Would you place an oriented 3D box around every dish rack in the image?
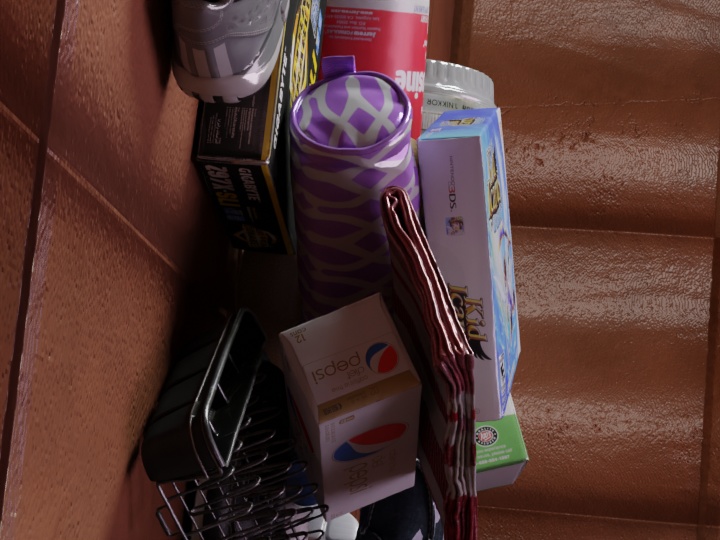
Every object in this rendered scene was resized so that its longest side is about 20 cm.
[{"bbox_3d":[-0.059,0.140,1.041,0.154,0.054,0.201,-74,143,-65],"label":"dish rack"}]

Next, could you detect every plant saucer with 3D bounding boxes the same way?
[{"bbox_3d":[0.000,0.000,1.285,0.199,0.035,0.202,-22,125,-35],"label":"plant saucer"}]

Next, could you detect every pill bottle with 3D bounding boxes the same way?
[{"bbox_3d":[-0.010,-0.116,1.338,0.112,0.111,0.202,-43,137,-81],"label":"pill bottle"}]

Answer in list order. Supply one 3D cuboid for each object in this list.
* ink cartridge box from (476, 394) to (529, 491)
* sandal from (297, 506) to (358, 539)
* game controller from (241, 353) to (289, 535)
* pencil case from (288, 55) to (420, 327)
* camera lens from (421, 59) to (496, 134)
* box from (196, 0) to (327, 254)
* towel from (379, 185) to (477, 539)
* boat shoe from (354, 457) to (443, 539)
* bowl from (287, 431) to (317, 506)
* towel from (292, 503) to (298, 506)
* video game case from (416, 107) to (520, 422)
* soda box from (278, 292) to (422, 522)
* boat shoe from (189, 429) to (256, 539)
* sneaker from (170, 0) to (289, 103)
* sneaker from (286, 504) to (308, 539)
[{"bbox_3d":[0.056,0.105,1.674,0.084,0.145,0.202,101,-23,-68],"label":"ink cartridge box"},{"bbox_3d":[-0.053,0.277,1.397,0.059,0.078,0.208,93,10,-53],"label":"sandal"},{"bbox_3d":[-0.076,0.153,1.226,0.104,0.042,0.202,-148,-120,-70],"label":"game controller"},{"bbox_3d":[-0.002,-0.030,1.155,0.086,0.083,0.201,-91,-179,-46],"label":"pencil case"},{"bbox_3d":[0.038,-0.071,1.592,0.160,0.158,0.202,56,39,-80],"label":"camera lens"},{"bbox_3d":[-0.059,-0.130,1.163,0.160,0.049,0.202,82,13,-70],"label":"box"},{"bbox_3d":[0.040,0.068,1.101,0.201,0.023,0.145,85,-11,-45],"label":"towel"},{"bbox_3d":[0.026,0.226,1.354,0.091,0.070,0.202,-67,164,-73],"label":"boat shoe"},{"bbox_3d":[0.004,0.095,1.407,0.200,0.039,0.201,-42,-167,12],"label":"bowl"},{"bbox_3d":[-0.040,0.207,1.600,0.200,0.048,0.173,81,12,-66],"label":"towel"},{"bbox_3d":[0.076,-0.010,1.228,0.200,0.045,0.183,-53,137,-77],"label":"video game case"},{"bbox_3d":[-0.006,0.089,1.123,0.200,0.068,0.064,89,-22,-66],"label":"soda box"},{"bbox_3d":[-0.076,0.196,1.149,0.072,0.067,0.202,-8,100,-84],"label":"boat shoe"},{"bbox_3d":[-0.062,-0.199,0.975,0.116,0.074,0.202,79,17,-60],"label":"sneaker"},{"bbox_3d":[-0.045,0.268,1.320,0.078,0.098,0.202,83,13,-63],"label":"sneaker"}]
